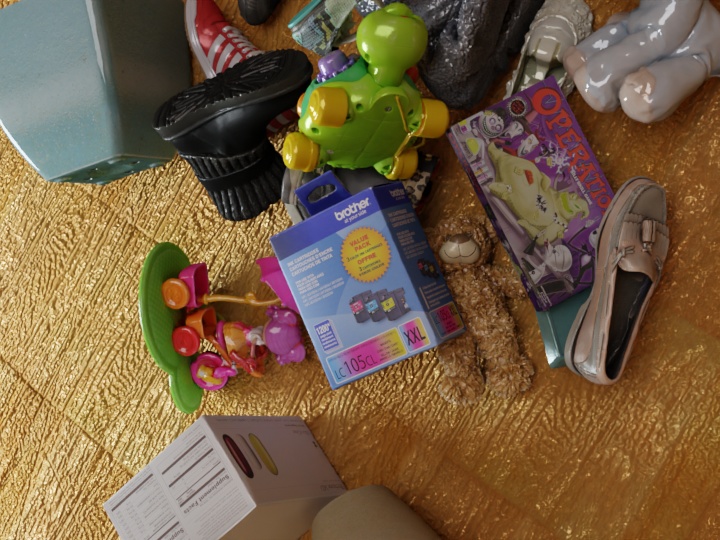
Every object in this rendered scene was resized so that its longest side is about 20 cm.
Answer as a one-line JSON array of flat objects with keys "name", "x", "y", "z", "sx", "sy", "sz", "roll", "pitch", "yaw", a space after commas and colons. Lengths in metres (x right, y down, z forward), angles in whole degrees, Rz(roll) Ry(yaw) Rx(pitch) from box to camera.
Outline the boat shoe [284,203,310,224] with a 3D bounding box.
[{"name": "boat shoe", "x": -0.017, "y": -0.024, "z": 1.275, "sx": 0.060, "sy": 0.072, "sz": 0.202, "roll": -39, "pitch": 66, "yaw": 22}]

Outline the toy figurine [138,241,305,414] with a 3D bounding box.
[{"name": "toy figurine", "x": -0.127, "y": 0.059, "z": 1.305, "sx": 0.182, "sy": 0.150, "sz": 0.202, "roll": -5, "pitch": 103, "yaw": 17}]

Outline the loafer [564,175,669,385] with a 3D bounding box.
[{"name": "loafer", "x": 0.255, "y": 0.013, "z": 1.106, "sx": 0.063, "sy": 0.071, "sz": 0.202, "roll": 34, "pitch": 108, "yaw": 67}]

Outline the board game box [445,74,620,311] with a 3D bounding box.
[{"name": "board game box", "x": 0.181, "y": -0.076, "z": 1.146, "sx": 0.119, "sy": 0.032, "sz": 0.201, "roll": -28, "pitch": 90, "yaw": -12}]

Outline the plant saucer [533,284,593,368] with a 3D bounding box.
[{"name": "plant saucer", "x": 0.199, "y": -0.006, "z": 1.174, "sx": 0.069, "sy": 0.019, "sz": 0.202, "roll": -11, "pitch": 76, "yaw": -11}]

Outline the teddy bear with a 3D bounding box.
[{"name": "teddy bear", "x": 0.113, "y": 0.039, "z": 1.205, "sx": 0.144, "sy": 0.067, "sz": 0.202, "roll": 4, "pitch": 86, "yaw": 25}]

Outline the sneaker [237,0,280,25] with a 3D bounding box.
[{"name": "sneaker", "x": -0.073, "y": -0.370, "z": 1.349, "sx": 0.090, "sy": 0.066, "sz": 0.201, "roll": 29, "pitch": 95, "yaw": 29}]

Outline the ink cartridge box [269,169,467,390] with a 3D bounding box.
[{"name": "ink cartridge box", "x": 0.000, "y": 0.000, "z": 1.177, "sx": 0.136, "sy": 0.076, "sz": 0.201, "roll": -26, "pitch": 85, "yaw": 27}]

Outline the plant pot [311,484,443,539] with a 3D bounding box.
[{"name": "plant pot", "x": 0.031, "y": 0.322, "z": 1.165, "sx": 0.187, "sy": 0.187, "sz": 0.201, "roll": -41, "pitch": 54, "yaw": 17}]

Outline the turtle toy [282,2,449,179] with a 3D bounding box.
[{"name": "turtle toy", "x": 0.008, "y": -0.172, "z": 1.144, "sx": 0.200, "sy": 0.145, "sz": 0.102, "roll": 127, "pitch": 139, "yaw": -52}]

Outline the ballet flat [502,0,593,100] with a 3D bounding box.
[{"name": "ballet flat", "x": 0.186, "y": -0.194, "z": 1.196, "sx": 0.071, "sy": 0.072, "sz": 0.202, "roll": 21, "pitch": 94, "yaw": 27}]

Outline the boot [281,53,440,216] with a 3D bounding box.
[{"name": "boot", "x": 0.014, "y": -0.134, "z": 1.267, "sx": 0.149, "sy": 0.073, "sz": 0.201, "roll": 20, "pitch": 59, "yaw": 7}]

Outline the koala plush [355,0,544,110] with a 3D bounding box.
[{"name": "koala plush", "x": 0.066, "y": -0.283, "z": 1.215, "sx": 0.199, "sy": 0.177, "sz": 0.185, "roll": 29, "pitch": 107, "yaw": 23}]

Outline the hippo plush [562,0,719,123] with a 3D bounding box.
[{"name": "hippo plush", "x": 0.276, "y": -0.241, "z": 1.075, "sx": 0.199, "sy": 0.159, "sz": 0.162, "roll": 10, "pitch": 131, "yaw": 30}]

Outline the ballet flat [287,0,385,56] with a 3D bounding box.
[{"name": "ballet flat", "x": 0.013, "y": -0.278, "z": 1.127, "sx": 0.200, "sy": 0.074, "sz": 0.075, "roll": -38, "pitch": 67, "yaw": 37}]

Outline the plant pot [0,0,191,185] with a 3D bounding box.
[{"name": "plant pot", "x": -0.319, "y": -0.212, "z": 1.392, "sx": 0.194, "sy": 0.196, "sz": 0.202, "roll": -14, "pitch": 86, "yaw": 24}]

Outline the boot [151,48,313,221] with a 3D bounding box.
[{"name": "boot", "x": -0.109, "y": -0.146, "z": 1.286, "sx": 0.210, "sy": 0.158, "sz": 0.080, "roll": -15, "pitch": 39, "yaw": 31}]

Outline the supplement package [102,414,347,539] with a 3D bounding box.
[{"name": "supplement package", "x": -0.136, "y": 0.242, "z": 1.232, "sx": 0.156, "sy": 0.200, "sz": 0.111, "roll": -42, "pitch": 68, "yaw": 16}]

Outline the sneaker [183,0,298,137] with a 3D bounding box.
[{"name": "sneaker", "x": -0.130, "y": -0.249, "z": 1.361, "sx": 0.112, "sy": 0.071, "sz": 0.201, "roll": -24, "pitch": 81, "yaw": 26}]
